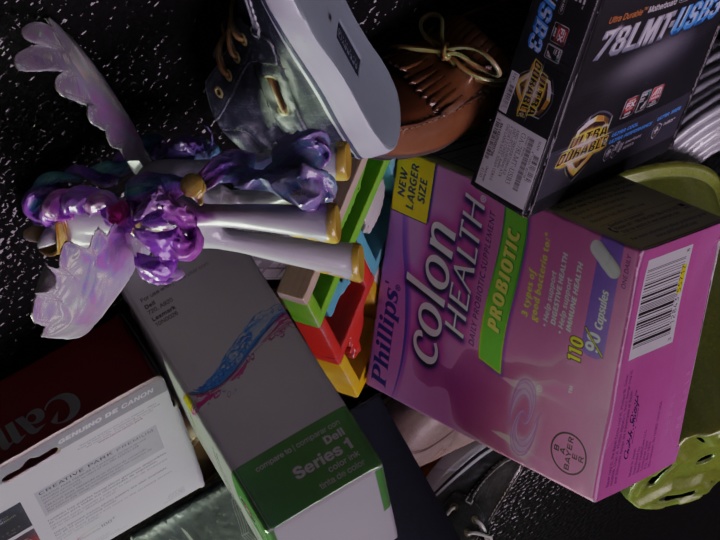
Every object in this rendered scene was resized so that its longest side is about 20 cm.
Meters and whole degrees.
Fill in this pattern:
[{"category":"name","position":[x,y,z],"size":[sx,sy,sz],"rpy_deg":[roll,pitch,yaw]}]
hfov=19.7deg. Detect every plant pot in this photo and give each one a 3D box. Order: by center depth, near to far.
[{"category":"plant pot","position":[0.205,0.057,1.457],"size":[0.199,0.191,0.200],"rpy_deg":[-19,153,-10]}]

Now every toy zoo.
[{"category":"toy zoo","position":[0.000,0.000,1.372],"size":[0.200,0.020,0.132],"rpy_deg":[65,45,-62]}]

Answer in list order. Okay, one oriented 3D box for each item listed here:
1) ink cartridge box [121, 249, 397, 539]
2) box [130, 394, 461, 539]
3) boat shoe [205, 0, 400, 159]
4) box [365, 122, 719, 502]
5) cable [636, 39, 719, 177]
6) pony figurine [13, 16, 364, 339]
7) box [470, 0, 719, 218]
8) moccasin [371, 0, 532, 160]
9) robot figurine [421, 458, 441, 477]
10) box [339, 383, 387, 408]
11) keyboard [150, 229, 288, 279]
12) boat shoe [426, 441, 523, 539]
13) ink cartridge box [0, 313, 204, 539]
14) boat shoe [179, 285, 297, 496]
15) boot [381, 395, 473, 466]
[{"category":"ink cartridge box","position":[-0.064,0.087,1.311],"size":[0.084,0.200,0.145],"rpy_deg":[-30,156,-8]},{"category":"box","position":[-0.031,0.225,1.489],"size":[0.117,0.197,0.200],"rpy_deg":[-27,176,-44]},{"category":"boat shoe","position":[-0.053,-0.128,1.134],"size":[0.090,0.071,0.201],"rpy_deg":[-8,138,21]},{"category":"box","position":[0.116,0.022,1.352],"size":[0.096,0.200,0.177],"rpy_deg":[-17,124,-45]},{"category":"cable","position":[0.244,-0.084,1.539],"size":[0.199,0.069,0.200],"rpy_deg":[-27,152,-16]},{"category":"pony figurine","position":[-0.106,-0.036,1.114],"size":[0.199,0.167,0.193],"rpy_deg":[0,169,7]},{"category":"box","position":[0.164,-0.148,1.279],"size":[0.200,0.050,0.199],"rpy_deg":[-23,140,-51]},{"category":"moccasin","position":[0.065,-0.126,1.264],"size":[0.201,0.074,0.078],"rpy_deg":[-21,147,-27]},{"category":"robot figurine","position":[0.003,0.200,1.673],"size":[0.199,0.116,0.144],"rpy_deg":[-4,117,-46]},{"category":"box","position":[0.084,0.040,1.585],"size":[0.200,0.048,0.193],"rpy_deg":[1,138,-50]},{"category":"keyboard","position":[-0.096,-0.013,1.333],"size":[0.200,0.011,0.056],"rpy_deg":[1,136,-49]},{"category":"boat shoe","position":[0.070,0.207,1.598],"size":[0.200,0.071,0.072],"rpy_deg":[-48,140,-13]},{"category":"ink cartridge box","position":[-0.215,0.123,1.334],"size":[0.199,0.084,0.176],"rpy_deg":[-29,153,-12]},{"category":"boat shoe","position":[-0.083,0.098,1.461],"size":[0.072,0.068,0.200],"rpy_deg":[0,137,-49]},{"category":"boot","position":[0.071,0.107,1.569],"size":[0.146,0.070,0.200],"rpy_deg":[-41,158,32]}]
